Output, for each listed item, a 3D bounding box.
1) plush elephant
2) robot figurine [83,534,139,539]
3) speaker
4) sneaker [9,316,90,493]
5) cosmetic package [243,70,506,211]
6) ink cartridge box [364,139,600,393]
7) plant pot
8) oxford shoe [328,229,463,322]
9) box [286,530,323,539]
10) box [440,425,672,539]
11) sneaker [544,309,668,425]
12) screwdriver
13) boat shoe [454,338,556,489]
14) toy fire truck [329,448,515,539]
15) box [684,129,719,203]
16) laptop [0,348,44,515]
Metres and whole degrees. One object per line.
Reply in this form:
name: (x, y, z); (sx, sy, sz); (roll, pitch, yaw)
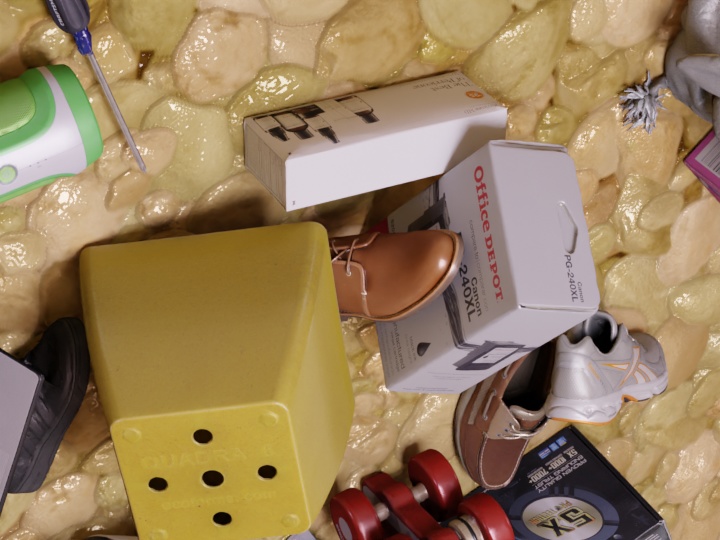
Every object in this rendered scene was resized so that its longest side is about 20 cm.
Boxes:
plush elephant: (0.337, -0.165, 1.669); (0.200, 0.155, 0.165); (-41, 132, -3)
robot figurine: (-0.184, 0.293, 1.670); (0.199, 0.150, 0.126); (9, 79, -35)
speaker: (-0.290, -0.079, 1.389); (0.199, 0.088, 0.089); (-24, 129, -16)
sneaker: (-0.291, 0.124, 1.538); (0.104, 0.060, 0.201); (3, 122, -37)
cosmetic package: (0.013, -0.107, 1.559); (0.199, 0.083, 0.051); (-15, 127, -24)
ink cartridge box: (0.094, 0.000, 1.576); (0.083, 0.146, 0.200); (4, 156, -32)
plant pot: (-0.112, 0.104, 1.511); (0.198, 0.177, 0.201); (-6, 127, 4)
oxford shoe: (0.000, 0.000, 1.563); (0.071, 0.199, 0.072); (30, 60, -36)
box: (-0.031, 0.341, 1.752); (0.122, 0.200, 0.048); (-44, 141, 1)
box: (0.176, 0.271, 1.852); (0.199, 0.164, 0.086); (-33, 132, -8)
sneaker: (0.234, 0.075, 1.787); (0.200, 0.075, 0.093); (-25, 120, -59)
screwdriver: (-0.200, -0.149, 1.439); (0.029, 0.028, 0.201); (-7, 130, 10)
boat shoe: (0.138, 0.125, 1.794); (0.075, 0.072, 0.201); (-10, 124, -26)
toy fire truck: (0.063, 0.275, 1.765); (0.112, 0.200, 0.169); (-24, 125, -22)
box: (0.423, -0.045, 1.788); (0.097, 0.176, 0.200); (-47, 132, 4)
laptop: (-0.371, 0.125, 1.458); (0.116, 0.199, 0.188); (-26, 140, -61)
